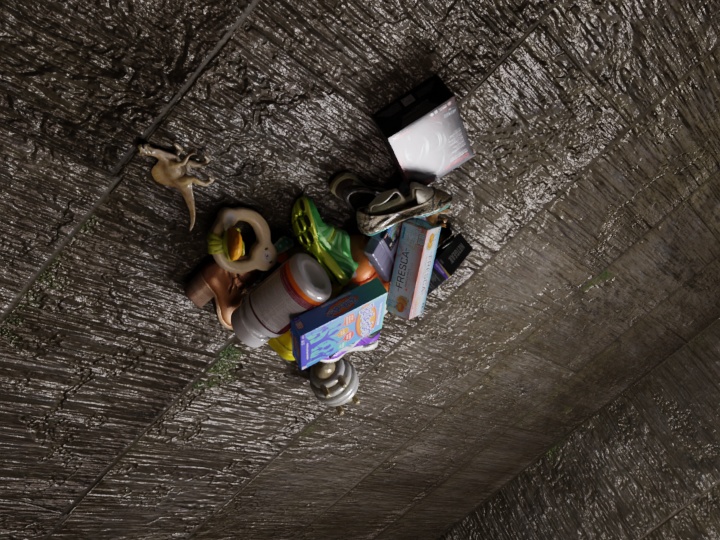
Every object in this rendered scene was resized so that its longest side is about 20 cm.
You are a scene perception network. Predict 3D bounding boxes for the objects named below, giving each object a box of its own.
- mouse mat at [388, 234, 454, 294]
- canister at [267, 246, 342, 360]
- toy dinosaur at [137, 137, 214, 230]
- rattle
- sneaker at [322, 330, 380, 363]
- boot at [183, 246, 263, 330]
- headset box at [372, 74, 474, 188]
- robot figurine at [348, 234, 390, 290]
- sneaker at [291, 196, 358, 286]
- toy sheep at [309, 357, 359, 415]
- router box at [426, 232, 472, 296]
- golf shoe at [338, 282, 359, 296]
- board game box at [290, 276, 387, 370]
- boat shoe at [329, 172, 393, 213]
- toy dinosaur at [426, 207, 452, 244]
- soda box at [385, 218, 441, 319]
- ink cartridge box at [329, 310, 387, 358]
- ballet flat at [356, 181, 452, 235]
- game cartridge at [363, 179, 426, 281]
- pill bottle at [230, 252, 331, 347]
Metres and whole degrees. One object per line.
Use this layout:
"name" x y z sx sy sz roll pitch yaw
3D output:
"mouse mat" 0.141 -0.013 1.715 0.200 0.008 0.161 -42 180 12
"canister" -0.138 0.069 1.581 0.086 0.148 0.201 -20 148 -54
"toy dinosaur" -0.306 -0.166 1.277 0.100 0.059 0.201 -18 137 9
"rattle" -0.179 -0.044 1.404 0.199 0.132 0.142 28 156 -34
"sneaker" -0.032 0.158 1.831 0.198 0.070 0.100 -14 141 -34
"boot" -0.252 0.032 1.532 0.155 0.077 0.200 -39 136 6
"headset box" 0.128 -0.254 1.442 0.148 0.078 0.201 -31 143 2
"robot figurine" -0.001 0.001 1.621 0.142 0.118 0.201 5 150 20
"sneaker" -0.072 -0.065 1.494 0.084 0.074 0.202 -43 114 -35
"toy sheep" -0.064 0.290 1.905 0.136 0.139 0.201 -28 135 -3
"router box" 0.163 0.007 1.692 0.157 0.052 0.200 -42 180 29
"golf shoe" -0.037 0.097 1.588 0.077 0.098 0.200 22 150 -14
"board game box" -0.044 0.108 1.489 0.198 0.045 0.153 -27 153 -18
"boat shoe" 0.016 -0.136 1.513 0.199 0.065 0.073 17 122 -47
"toy dinosaur" 0.131 -0.090 1.674 0.199 0.061 0.106 -39 132 24
"soda box" 0.111 -0.005 1.560 0.068 0.063 0.203 -18 124 -56
"ink cartridge box" -0.018 0.112 1.756 0.200 0.100 0.039 -45 143 21
"ballet flat" 0.084 -0.131 1.452 0.197 0.068 0.076 -19 129 -1
"game cartridge" 0.081 -0.090 1.552 0.202 0.038 0.130 -60 154 -16
"pill bottle" -0.160 0.063 1.468 0.199 0.111 0.109 -38 144 25
